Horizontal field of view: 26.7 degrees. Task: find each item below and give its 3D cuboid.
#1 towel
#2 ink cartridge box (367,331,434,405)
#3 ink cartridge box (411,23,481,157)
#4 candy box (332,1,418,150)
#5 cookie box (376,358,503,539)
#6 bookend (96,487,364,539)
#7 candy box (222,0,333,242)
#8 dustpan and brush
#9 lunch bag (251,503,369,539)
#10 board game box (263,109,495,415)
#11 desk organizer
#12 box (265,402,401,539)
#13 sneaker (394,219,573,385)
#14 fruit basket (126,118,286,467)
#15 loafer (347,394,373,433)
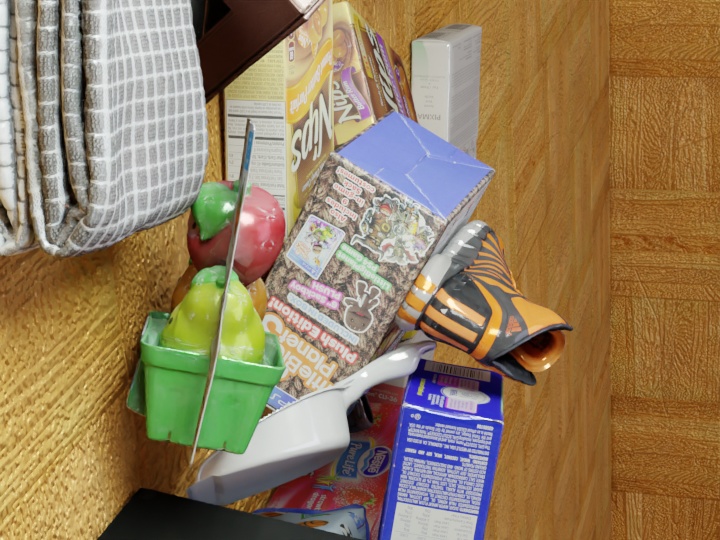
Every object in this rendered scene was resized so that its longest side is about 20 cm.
[{"bbox_3d":[-0.143,-0.115,0.817,0.166,0.085,0.201,-34,126,-70],"label":"towel"},{"bbox_3d":[0.036,0.027,1.423,0.116,0.067,0.201,-44,144,-66],"label":"ink cartridge box"},{"bbox_3d":[0.096,-0.166,1.692,0.161,0.050,0.201,-42,136,-68],"label":"ink cartridge box"},{"bbox_3d":[0.004,-0.144,1.305,0.200,0.056,0.117,20,55,-72],"label":"candy box"},{"bbox_3d":[0.053,0.181,1.094,0.171,0.075,0.201,-56,156,-81],"label":"cookie box"},{"bbox_3d":[-0.070,0.266,0.974,0.092,0.198,0.201,-52,149,-62],"label":"bookend"},{"bbox_3d":[-0.060,-0.132,1.142,0.115,0.055,0.201,-41,132,-68],"label":"candy box"},{"bbox_3d":[-0.032,0.103,1.053,0.140,0.199,0.058,102,-32,-73],"label":"dustpan and brush"},{"bbox_3d":[-0.058,0.288,1.118,0.170,0.123,0.201,-15,100,-75],"label":"lunch bag"},{"bbox_3d":[0.000,0.000,1.151,0.201,0.097,0.159,-62,173,23],"label":"board game box"},{"bbox_3d":[-0.073,-0.177,0.941,0.072,0.077,0.200,-50,-168,-21],"label":"desk organizer"},{"bbox_3d":[-0.007,0.202,1.308,0.200,0.099,0.096,-57,146,-58],"label":"box"},{"bbox_3d":[0.098,0.031,1.106,0.078,0.112,0.200,-61,173,21],"label":"sneaker"},{"bbox_3d":[-0.092,0.005,0.945,0.185,0.093,0.201,-124,-141,-81],"label":"fruit basket"},{"bbox_3d":[-0.019,0.044,1.300,0.072,0.063,0.201,-41,132,-68],"label":"loafer"}]
